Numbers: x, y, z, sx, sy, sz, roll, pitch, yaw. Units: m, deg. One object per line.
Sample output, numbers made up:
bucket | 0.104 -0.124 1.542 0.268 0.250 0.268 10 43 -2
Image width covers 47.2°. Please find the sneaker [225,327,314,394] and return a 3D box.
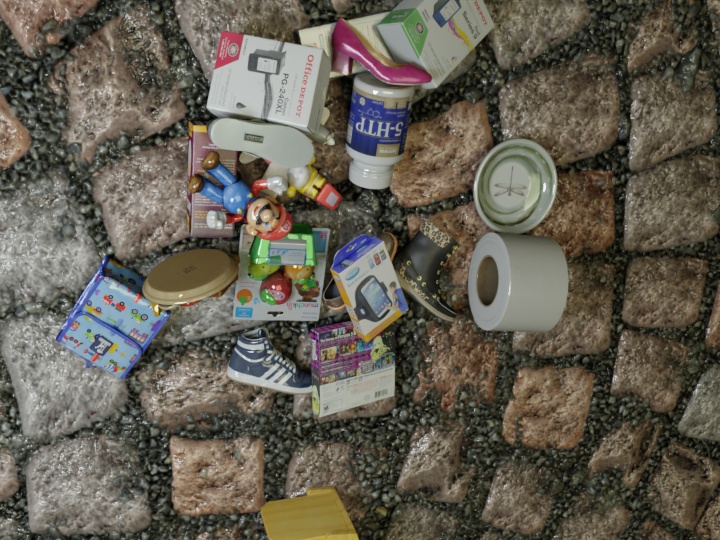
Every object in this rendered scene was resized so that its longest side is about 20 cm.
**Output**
sneaker | -0.169 0.184 1.691 0.196 0.070 0.111 12 102 -16

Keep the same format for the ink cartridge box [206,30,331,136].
ink cartridge box | -0.164 -0.340 1.503 0.195 0.083 0.149 11 89 8

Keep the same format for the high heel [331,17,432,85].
high heel | 0.041 -0.402 1.523 0.195 0.067 0.098 14 112 11

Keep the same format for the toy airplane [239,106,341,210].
toy airplane | -0.135 -0.198 1.568 0.195 0.141 0.205 -11 107 -13

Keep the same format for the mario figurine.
mario figurine | -0.203 -0.125 1.465 0.198 0.107 0.123 33 123 -20

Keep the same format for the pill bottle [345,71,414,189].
pill bottle | 0.033 -0.270 1.602 0.117 0.120 0.204 -1 119 -16

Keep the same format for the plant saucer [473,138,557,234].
plant saucer | 0.323 -0.181 1.759 0.195 0.050 0.205 -4 105 -16

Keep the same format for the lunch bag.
lunch bag | -0.477 0.103 1.581 0.149 0.094 0.201 32 105 -22

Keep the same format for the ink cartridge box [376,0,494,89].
ink cartridge box | 0.147 -0.469 1.580 0.200 0.087 0.146 -48 122 -22

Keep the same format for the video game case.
video game case | -0.013 0.196 1.729 0.197 0.036 0.186 -11 108 -33

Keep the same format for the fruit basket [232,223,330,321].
fruit basket | -0.157 0.010 1.640 0.181 0.094 0.205 3 106 -17

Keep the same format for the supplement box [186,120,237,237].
supplement box | -0.280 -0.173 1.547 0.084 0.110 0.205 0 103 -16

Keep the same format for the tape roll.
tape roll | 0.327 0.026 1.731 0.136 0.203 0.208 4 103 -18

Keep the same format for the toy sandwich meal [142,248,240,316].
toy sandwich meal | -0.312 0.025 1.545 0.201 0.206 0.072 -16 120 -12

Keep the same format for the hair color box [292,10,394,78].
hair color box | -0.023 -0.430 1.587 0.196 0.061 0.101 -15 108 -14

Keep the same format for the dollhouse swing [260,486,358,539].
dollhouse swing | -0.098 0.577 1.739 0.172 0.200 0.186 -20 109 -12

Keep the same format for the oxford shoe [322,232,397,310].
oxford shoe | 0.000 0.000 1.682 0.071 0.073 0.201 41 89 17

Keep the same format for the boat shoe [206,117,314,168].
boat shoe | -0.178 -0.237 1.475 0.196 0.064 0.072 13 103 -25

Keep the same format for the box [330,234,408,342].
box | 0.017 0.030 1.652 0.118 0.041 0.203 -36 126 -20

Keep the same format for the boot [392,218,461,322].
boot | 0.161 0.002 1.745 0.199 0.073 0.152 37 93 -14
